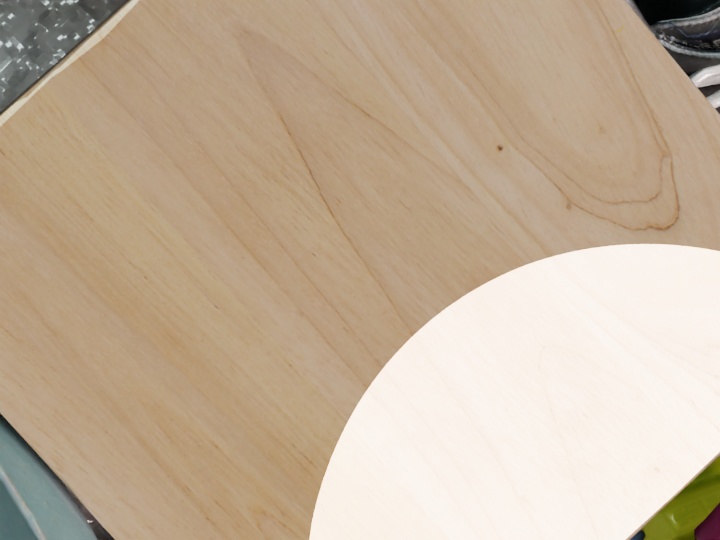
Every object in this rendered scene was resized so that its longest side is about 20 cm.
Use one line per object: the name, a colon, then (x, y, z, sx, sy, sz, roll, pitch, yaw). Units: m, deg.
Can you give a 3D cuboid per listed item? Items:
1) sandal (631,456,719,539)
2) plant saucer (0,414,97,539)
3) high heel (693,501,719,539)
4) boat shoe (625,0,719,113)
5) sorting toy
sandal: (0.102, 0.085, 0.810, 0.079, 0.087, 0.201, -4, 77, -19)
plant saucer: (-0.121, 0.105, 0.751, 0.036, 0.200, 0.200, -22, 76, -41)
high heel: (0.061, 0.113, 0.727, 0.096, 0.067, 0.201, 26, 89, 7)
boat shoe: (0.107, -0.076, 0.779, 0.073, 0.068, 0.200, -35, 115, -8)
sorting toy: (0.000, 0.000, 0.732, 0.199, 0.070, 0.200, -42, 100, -5)
